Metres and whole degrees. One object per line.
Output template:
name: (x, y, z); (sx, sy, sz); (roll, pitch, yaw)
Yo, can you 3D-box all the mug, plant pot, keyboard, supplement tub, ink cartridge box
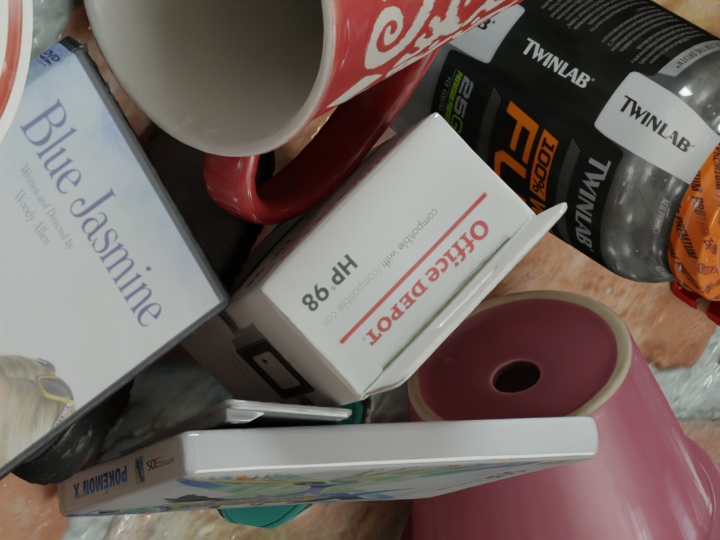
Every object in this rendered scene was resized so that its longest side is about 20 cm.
mug: (-0.012, -0.129, 1.068); (0.200, 0.133, 0.178); (-30, 164, -45)
plant pot: (0.108, 0.119, 1.421); (0.200, 0.200, 0.179); (-39, 131, -28)
keyboard: (-0.061, 0.076, 1.149); (0.056, 0.200, 0.011); (0, 80, -19)
supplement tub: (0.115, -0.075, 1.211); (0.122, 0.200, 0.123); (-35, 144, -31)
ink cartridge box: (0.000, 0.000, 1.106); (0.116, 0.067, 0.200); (-46, -173, -19)

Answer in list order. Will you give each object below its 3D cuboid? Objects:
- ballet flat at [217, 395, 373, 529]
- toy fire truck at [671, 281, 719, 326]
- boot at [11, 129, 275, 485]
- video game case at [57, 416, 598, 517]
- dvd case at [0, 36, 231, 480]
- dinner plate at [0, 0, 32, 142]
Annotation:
ballet flat: (-0.016, 0.040, 1.275); (0.072, 0.072, 0.200); (-4, 124, -54)
toy fire truck: (0.282, -0.003, 1.678); (0.141, 0.049, 0.200); (-51, 151, -7)
boot: (-0.124, -0.009, 1.067); (0.200, 0.070, 0.132); (-60, 143, -8)
video game case: (-0.019, 0.092, 1.163); (0.199, 0.182, 0.022); (0, 79, -24)
dvd case: (-0.160, 0.019, 1.004); (0.200, 0.018, 0.143); (-38, 124, -13)
dinner plate: (-0.178, -0.117, 0.813); (0.200, 0.024, 0.201); (36, 45, -46)
